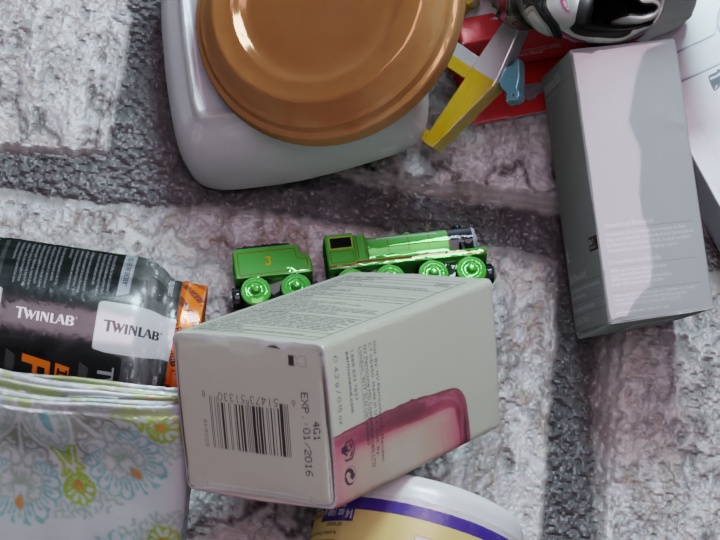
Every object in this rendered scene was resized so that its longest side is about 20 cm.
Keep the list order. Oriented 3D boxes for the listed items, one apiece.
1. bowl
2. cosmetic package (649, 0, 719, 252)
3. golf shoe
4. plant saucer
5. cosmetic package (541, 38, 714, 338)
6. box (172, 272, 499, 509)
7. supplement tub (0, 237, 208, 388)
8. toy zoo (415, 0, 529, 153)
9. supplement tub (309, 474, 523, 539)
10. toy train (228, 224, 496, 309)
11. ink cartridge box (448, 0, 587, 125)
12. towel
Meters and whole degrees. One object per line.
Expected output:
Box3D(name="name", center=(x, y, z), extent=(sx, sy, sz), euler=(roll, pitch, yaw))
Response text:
Box3D(name="bowl", center=(-0.059, -0.172, 1.472), extent=(0.199, 0.075, 0.201), euler=(-11, 74, 15))
Box3D(name="cosmetic package", center=(0.305, -0.121, 1.537), extent=(0.150, 0.052, 0.201), euler=(-24, 75, -10))
Box3D(name="golf shoe", center=(0.187, -0.189, 1.444), extent=(0.199, 0.073, 0.092), euler=(-8, 26, -44))
Box3D(name="plant saucer", center=(-0.026, -0.188, 1.406), extent=(0.199, 0.037, 0.202), euler=(-4, 75, 16))
Box3D(name="cosmetic package", center=(0.192, -0.059, 1.458), extent=(0.090, 0.107, 0.201), euler=(-9, 83, -8))
Box3D(name="box", center=(-0.012, 0.075, 1.339), extent=(0.127, 0.200, 0.110), euler=(3, 103, 36))
Box3D(name="supplement tub", center=(-0.210, 0.043, 1.395), extent=(0.199, 0.123, 0.123), euler=(8, 71, -2))
Box3D(name="toy zoo", center=(0.042, -0.178, 1.492), extent=(0.200, 0.020, 0.132), euler=(37, 95, 25))
Box3D(name="supplement tub", center=(0.022, 0.249, 1.337), extent=(0.144, 0.146, 0.201), euler=(15, 71, 0))
Box3D(name="toy train", center=(0.000, 0.000, 1.474), extent=(0.199, 0.042, 0.057), euler=(-6, 62, -7))
Box3D(name="ink cartridge box", center=(0.114, -0.223, 1.542), extent=(0.115, 0.067, 0.201), euler=(-12, 74, -9))
Box3D(name="towel", center=(-0.200, 0.163, 1.347), extent=(0.170, 0.048, 0.201), euler=(7, 109, -1))
